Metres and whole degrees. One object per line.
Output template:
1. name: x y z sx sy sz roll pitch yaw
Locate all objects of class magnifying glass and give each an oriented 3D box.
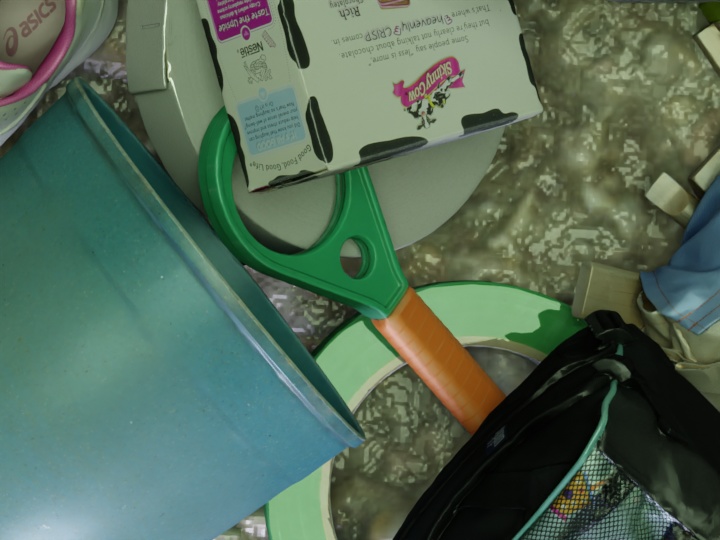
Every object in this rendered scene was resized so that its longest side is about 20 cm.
1. magnifying glass: 0.000 0.000 1.190 0.200 0.022 0.080 48 62 -23

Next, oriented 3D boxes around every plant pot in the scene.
1. plant pot: -0.131 0.053 1.140 0.188 0.200 0.200 -39 93 1

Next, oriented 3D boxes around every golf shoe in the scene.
1. golf shoe: -0.194 -0.078 1.225 0.075 0.092 0.200 39 89 -5

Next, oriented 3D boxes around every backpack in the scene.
1. backpack: 0.087 0.142 1.156 0.200 0.176 0.153 -43 99 11

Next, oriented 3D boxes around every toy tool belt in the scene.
1. toy tool belt: 0.198 -0.027 1.239 0.123 0.125 0.200 38 87 -12

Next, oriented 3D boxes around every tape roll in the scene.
1. tape roll: -0.016 -0.105 1.215 0.202 0.037 0.205 1 89 -36
2. tape roll: 0.052 0.106 1.264 0.199 0.048 0.202 0 91 -4

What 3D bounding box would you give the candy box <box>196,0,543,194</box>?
1. candy box: -0.009 -0.147 1.151 0.136 0.061 0.201 -16 91 -40

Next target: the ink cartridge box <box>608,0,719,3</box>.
1. ink cartridge box: 0.113 -0.196 1.167 0.083 0.200 0.146 3 94 29

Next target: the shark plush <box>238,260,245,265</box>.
1. shark plush: -0.082 -0.103 1.235 0.090 0.083 0.202 1 94 1

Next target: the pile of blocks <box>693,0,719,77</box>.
1. pile of blocks: 0.185 -0.179 1.265 0.081 0.062 0.202 -10 91 -4
